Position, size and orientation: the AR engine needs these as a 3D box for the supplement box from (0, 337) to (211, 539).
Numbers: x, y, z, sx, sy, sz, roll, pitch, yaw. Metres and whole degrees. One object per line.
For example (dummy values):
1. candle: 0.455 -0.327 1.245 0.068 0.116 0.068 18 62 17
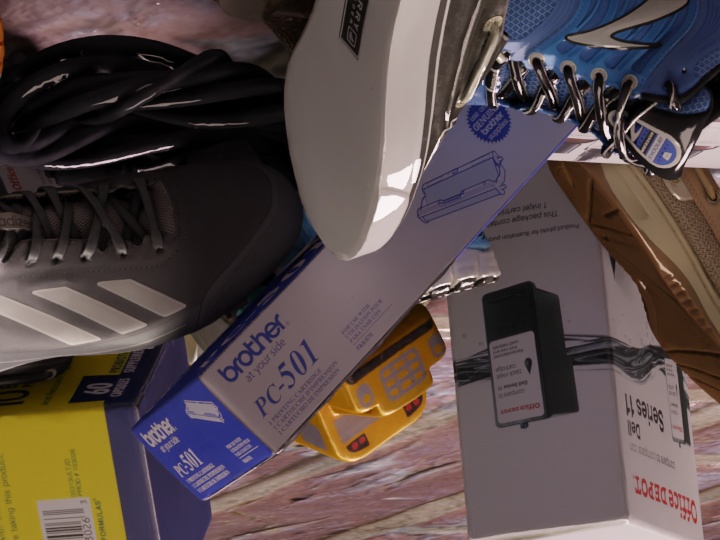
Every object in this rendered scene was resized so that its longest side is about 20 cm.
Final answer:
1. supplement box: -0.179 0.095 1.182 0.200 0.110 0.109 -5 -160 8

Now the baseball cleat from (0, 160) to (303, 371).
1. baseball cleat: -0.121 -0.006 0.989 0.200 0.070 0.107 -22 147 -1

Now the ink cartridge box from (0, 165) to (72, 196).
1. ink cartridge box: -0.178 -0.017 1.211 0.200 0.084 0.145 2 165 -23

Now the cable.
1. cable: -0.076 -0.053 1.066 0.163 0.051 0.200 12 172 -8

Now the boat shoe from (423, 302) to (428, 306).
1. boat shoe: 0.013 -0.008 1.379 0.072 0.072 0.200 -32 177 -25

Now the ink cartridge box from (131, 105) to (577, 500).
1. ink cartridge box: 0.000 0.000 1.038 0.200 0.044 0.094 -47 -176 -26

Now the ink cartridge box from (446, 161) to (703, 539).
1. ink cartridge box: 0.104 0.041 1.289 0.083 0.200 0.147 -9 166 21

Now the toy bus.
1. toy bus: -0.031 0.043 1.352 0.065 0.078 0.200 -33 -154 -24

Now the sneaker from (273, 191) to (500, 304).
1. sneaker: 0.005 -0.039 1.206 0.078 0.090 0.200 -15 -170 -20

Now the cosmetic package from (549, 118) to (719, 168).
1. cosmetic package: 0.153 -0.077 1.133 0.200 0.051 0.083 1 167 -21

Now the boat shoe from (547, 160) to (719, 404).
1. boat shoe: 0.165 -0.001 1.212 0.200 0.065 0.071 54 165 -28

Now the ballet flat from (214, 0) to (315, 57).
1. ballet flat: -0.019 -0.109 0.974 0.067 0.046 0.200 -40 163 12

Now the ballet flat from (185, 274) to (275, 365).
1. ballet flat: -0.061 0.026 1.272 0.067 0.064 0.200 9 -162 -26

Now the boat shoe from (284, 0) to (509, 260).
1. boat shoe: 0.022 -0.082 0.902 0.064 0.071 0.200 -16 144 -25

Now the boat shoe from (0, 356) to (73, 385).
1. boat shoe: -0.204 0.024 1.090 0.200 0.069 0.057 -1 134 -24

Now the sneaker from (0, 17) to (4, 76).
1. sneaker: -0.187 -0.076 1.001 0.076 0.092 0.200 -4 144 -22

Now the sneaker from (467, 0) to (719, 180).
1. sneaker: 0.092 -0.080 0.975 0.200 0.089 0.079 -8 158 -7
